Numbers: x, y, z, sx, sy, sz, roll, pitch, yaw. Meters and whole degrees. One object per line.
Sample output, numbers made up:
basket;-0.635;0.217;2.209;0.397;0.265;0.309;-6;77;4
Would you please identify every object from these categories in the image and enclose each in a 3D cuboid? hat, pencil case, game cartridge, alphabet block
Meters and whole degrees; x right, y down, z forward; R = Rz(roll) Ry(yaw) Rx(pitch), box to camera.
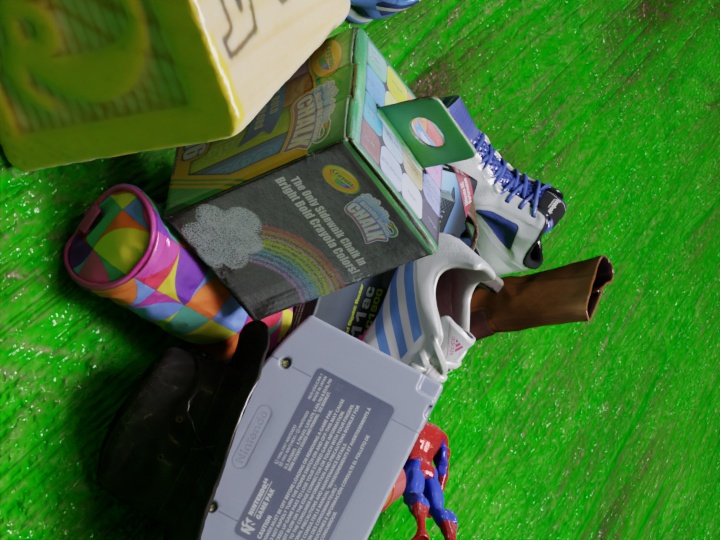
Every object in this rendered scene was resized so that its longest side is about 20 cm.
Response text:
hat;-0.135;0.117;1.351;0.080;0.201;0.202;22;57;-12
pencil case;-0.130;0.007;1.405;0.200;0.088;0.089;37;53;-56
game cartridge;-0.041;0.143;1.420;0.201;0.132;0.042;-62;173;-10
alphabet block;-0.147;-0.205;1.297;0.200;0.194;0.198;-54;129;-52

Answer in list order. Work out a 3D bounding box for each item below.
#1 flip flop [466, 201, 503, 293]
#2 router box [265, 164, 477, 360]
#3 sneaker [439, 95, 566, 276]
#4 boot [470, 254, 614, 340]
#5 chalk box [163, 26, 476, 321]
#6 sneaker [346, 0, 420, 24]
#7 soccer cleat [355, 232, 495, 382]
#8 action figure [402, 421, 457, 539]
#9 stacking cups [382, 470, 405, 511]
flip flop;0.064;-0.064;1.705;0.201;0.057;0.081;55;3;18
router box;0.000;0.000;1.524;0.149;0.062;0.202;11;99;-50
sneaker;0.136;-0.080;1.873;0.081;0.114;0.201;-53;130;-53
boot;0.115;0.055;1.717;0.188;0.198;0.069;-44;123;-56
chalk box;-0.018;-0.074;1.353;0.125;0.199;0.124;51;29;-36
sneaker;-0.010;-0.264;1.674;0.199;0.082;0.075;3;84;-59
soccer cleat;0.037;0.068;1.479;0.070;0.086;0.202;21;91;-51
action figure;0.051;0.184;1.687;0.065;0.052;0.201;28;30;-20
stacking cups;-0.018;0.182;1.538;0.200;0.060;0.061;-3;87;-71
